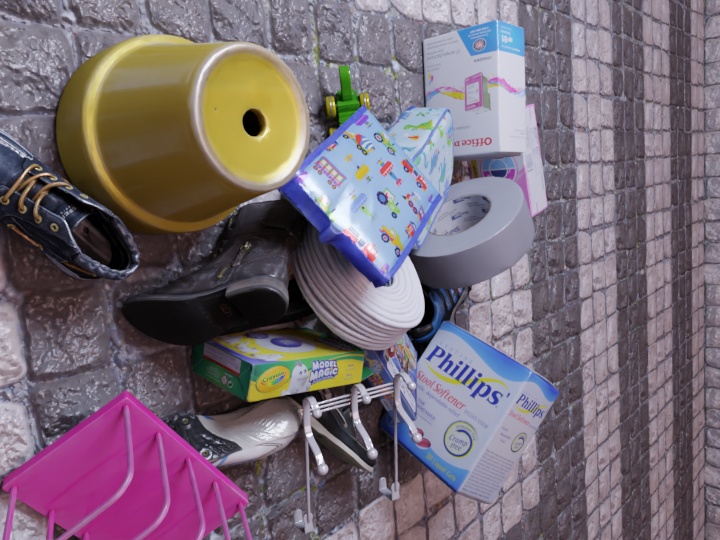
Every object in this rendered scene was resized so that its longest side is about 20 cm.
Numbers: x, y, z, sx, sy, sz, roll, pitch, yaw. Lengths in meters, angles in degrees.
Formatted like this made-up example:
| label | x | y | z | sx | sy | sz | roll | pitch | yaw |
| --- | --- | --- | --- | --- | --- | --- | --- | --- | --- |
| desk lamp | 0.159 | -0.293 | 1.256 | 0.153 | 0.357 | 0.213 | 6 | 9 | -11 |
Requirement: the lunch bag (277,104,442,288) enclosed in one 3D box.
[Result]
| label | x | y | z | sx | sy | sz | roll | pitch | yaw |
| --- | --- | --- | --- | --- | --- | --- | --- | --- | --- |
| lunch bag | -0.002 | -0.078 | 0.672 | 0.151 | 0.094 | 0.200 | 47 | 30 | -10 |

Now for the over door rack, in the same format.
| label | x | y | z | sx | sy | sz | roll | pitch | yaw |
| --- | --- | --- | --- | --- | --- | --- | --- | --- | --- |
| over door rack | -0.001 | 0.236 | 0.754 | 0.147 | 0.067 | 0.200 | -8 | 116 | -29 |

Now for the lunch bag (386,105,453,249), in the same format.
| label | x | y | z | sx | sy | sz | roll | pitch | yaw |
| --- | --- | --- | --- | --- | --- | --- | --- | --- | --- |
| lunch bag | 0.077 | -0.135 | 0.876 | 0.200 | 0.082 | 0.161 | -59 | 149 | -44 |

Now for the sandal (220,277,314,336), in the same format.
| label | x | y | z | sx | sy | sz | roll | pitch | yaw |
| --- | --- | --- | --- | --- | --- | --- | --- | --- | --- |
| sandal | -0.098 | 0.037 | 0.736 | 0.200 | 0.075 | 0.048 | -8 | 75 | -49 |

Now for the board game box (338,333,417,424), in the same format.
| label | x | y | z | sx | sy | sz | roll | pitch | yaw |
| --- | --- | --- | --- | --- | --- | --- | --- | --- | --- |
| board game box | 0.029 | 0.104 | 0.859 | 0.136 | 0.034 | 0.200 | -82 | 149 | -53 |

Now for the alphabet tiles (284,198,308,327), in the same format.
| label | x | y | z | sx | sy | sz | roll | pitch | yaw |
| --- | --- | --- | --- | --- | --- | --- | --- | --- | --- |
| alphabet tiles | -0.061 | -0.031 | 0.827 | 0.167 | 0.008 | 0.200 | 52 | 56 | -35 |

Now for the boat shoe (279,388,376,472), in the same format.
| label | x | y | z | sx | sy | sz | roll | pitch | yaw |
| --- | --- | --- | --- | --- | --- | --- | --- | --- | --- |
| boat shoe | -0.029 | 0.213 | 0.826 | 0.068 | 0.072 | 0.200 | -54 | 126 | -25 |

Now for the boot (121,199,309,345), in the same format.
| label | x | y | z | sx | sy | sz | roll | pitch | yaw |
| --- | --- | --- | --- | --- | --- | --- | --- | --- | --- |
| boot | -0.147 | -0.009 | 0.666 | 0.174 | 0.199 | 0.069 | -87 | 165 | -48 |

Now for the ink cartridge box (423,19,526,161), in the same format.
| label | x | y | z | sx | sy | sz | roll | pitch | yaw |
| --- | --- | --- | --- | --- | --- | --- | --- | --- | --- |
| ink cartridge box | 0.185 | -0.283 | 0.976 | 0.085 | 0.144 | 0.201 | -11 | 100 | -46 |

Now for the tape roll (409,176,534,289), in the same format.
| label | x | y | z | sx | sy | sz | roll | pitch | yaw |
| --- | --- | --- | --- | --- | --- | --- | --- | --- | --- |
| tape roll | 0.161 | -0.061 | 0.922 | 0.200 | 0.200 | 0.066 | -51 | 126 | -32 |

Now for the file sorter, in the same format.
| label | x | y | z | sx | sy | sz | roll | pitch | yaw |
| --- | --- | --- | --- | --- | --- | --- | --- | --- | --- |
| file sorter | -0.206 | 0.246 | 0.560 | 0.139 | 0.125 | 0.200 | -36 | 123 | -3 |

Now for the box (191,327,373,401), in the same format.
| label | x | y | z | sx | sy | sz | roll | pitch | yaw |
| --- | --- | --- | --- | --- | --- | --- | --- | --- | --- |
| box | -0.085 | 0.107 | 0.726 | 0.200 | 0.117 | 0.049 | 4 | 98 | -48 |

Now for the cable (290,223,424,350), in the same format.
| label | x | y | z | sx | sy | sz | roll | pitch | yaw |
| --- | --- | --- | --- | --- | --- | --- | --- | --- | --- |
| cable | 0.000 | 0.000 | 0.756 | 0.200 | 0.069 | 0.200 | 35 | 34 | -28 |

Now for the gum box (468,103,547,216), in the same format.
| label | x | y | z | sx | sy | sz | roll | pitch | yaw |
| --- | --- | --- | --- | --- | --- | --- | --- | --- | --- |
| gum box | 0.260 | -0.199 | 1.083 | 0.066 | 0.113 | 0.200 | -29 | 113 | -43 |

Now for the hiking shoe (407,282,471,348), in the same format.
| label | x | y | z | sx | sy | sz | roll | pitch | yaw |
| --- | --- | --- | --- | --- | --- | --- | --- | --- | --- |
| hiking shoe | 0.131 | 0.030 | 0.987 | 0.087 | 0.074 | 0.200 | 26 | 73 | -45 |

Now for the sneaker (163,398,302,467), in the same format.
| label | x | y | z | sx | sy | sz | roll | pitch | yaw |
| --- | --- | --- | --- | --- | --- | --- | --- | --- | --- |
| sneaker | -0.160 | 0.200 | 0.694 | 0.200 | 0.072 | 0.073 | -3 | 137 | -38 |

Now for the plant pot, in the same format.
| label | x | y | z | sx | sy | sz | roll | pitch | yaw |
| --- | --- | --- | --- | --- | --- | --- | --- | --- | --- |
| plant pot | -0.158 | -0.135 | 0.585 | 0.201 | 0.189 | 0.201 | -5 | 96 | -47 |

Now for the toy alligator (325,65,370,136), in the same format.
| label | x | y | z | sx | sy | sz | roll | pitch | yaw |
| --- | --- | --- | --- | --- | --- | --- | --- | --- | --- |
| toy alligator | -0.012 | -0.184 | 0.844 | 0.054 | 0.059 | 0.200 | -98 | 180 | -69 |

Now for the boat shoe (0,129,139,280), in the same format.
| label | x | y | z | sx | sy | sz | roll | pitch | yaw |
| --- | --- | --- | --- | --- | --- | --- | --- | --- | --- |
| boat shoe | -0.282 | -0.065 | 0.526 | 0.200 | 0.091 | 0.071 | 49 | 58 | -36 |

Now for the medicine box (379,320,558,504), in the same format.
| label | x | y | z | sx | sy | sz | roll | pitch | yaw |
| --- | --- | --- | --- | --- | --- | --- | --- | --- | --- |
| medicine box | 0.161 | 0.210 | 0.912 | 0.103 | 0.182 | 0.200 | 34 | 87 | -42 |
